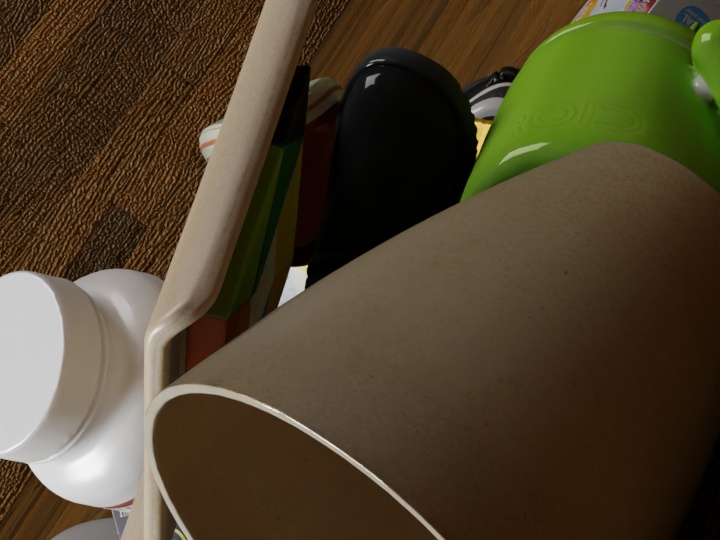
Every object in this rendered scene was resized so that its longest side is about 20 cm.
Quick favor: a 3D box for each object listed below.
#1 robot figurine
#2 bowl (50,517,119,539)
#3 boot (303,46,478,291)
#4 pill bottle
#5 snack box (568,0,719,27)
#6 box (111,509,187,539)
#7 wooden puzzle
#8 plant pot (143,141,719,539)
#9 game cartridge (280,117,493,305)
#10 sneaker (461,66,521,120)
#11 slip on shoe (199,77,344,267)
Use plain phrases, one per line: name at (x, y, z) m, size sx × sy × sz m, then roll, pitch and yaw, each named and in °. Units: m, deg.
robot figurine at (0.111, -0.041, 1.010) m, size 0.175 × 0.116 × 0.200 m, roll -41°, pitch 14°, yaw 36°
bowl at (-0.173, 0.248, 1.266) m, size 0.200 × 0.075 × 0.200 m, roll -77°, pitch -1°, yaw -69°
boot at (-0.011, 0.024, 0.979) m, size 0.165 × 0.066 × 0.200 m, roll 95°, pitch -165°, yaw -45°
pill bottle at (-0.090, 0.062, 1.071) m, size 0.112 × 0.200 × 0.112 m, roll -16°, pitch 67°, yaw 41°
snack box at (0.198, -0.172, 1.227) m, size 0.200 × 0.068 × 0.169 m, roll -51°, pitch 9°, yaw 13°
box at (-0.104, 0.109, 1.274) m, size 0.049 × 0.200 × 0.161 m, roll -14°, pitch 4°, yaw 6°
wooden puzzle at (-0.052, 0.005, 0.913) m, size 0.200 × 0.037 × 0.185 m, roll 105°, pitch -179°, yaw -53°
plant pot at (0.057, 0.050, 0.831) m, size 0.200 × 0.187 × 0.187 m, roll -44°, pitch 3°, yaw -27°
game cartridge at (0.000, 0.000, 1.167) m, size 0.200 × 0.032 × 0.176 m, roll 11°, pitch 85°, yaw 43°
sneaker at (0.055, -0.061, 1.578) m, size 0.200 × 0.073 × 0.112 m, roll -40°, pitch 11°, yaw 26°
slip on shoe at (-0.033, -0.045, 1.083) m, size 0.074 × 0.061 × 0.200 m, roll -24°, pitch -10°, yaw -5°
